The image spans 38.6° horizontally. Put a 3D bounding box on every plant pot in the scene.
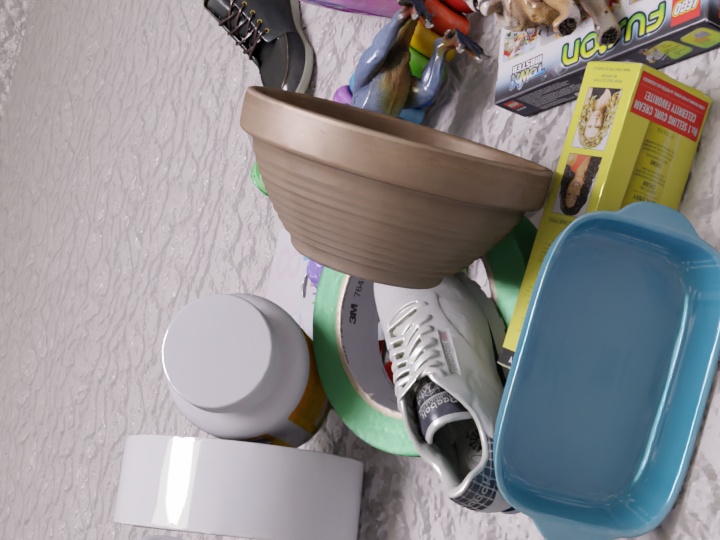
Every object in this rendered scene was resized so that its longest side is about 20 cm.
[{"bbox_3d":[0.014,-0.048,0.654,0.201,0.200,0.093,35,112,57],"label":"plant pot"}]

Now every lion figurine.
[{"bbox_3d":[0.138,-0.229,0.668,0.201,0.072,0.123,115,146,-44],"label":"lion figurine"}]

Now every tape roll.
[{"bbox_3d":[0.051,0.035,0.758,0.200,0.048,0.202,-9,77,40],"label":"tape roll"},{"bbox_3d":[-0.098,0.183,0.843,0.202,0.201,0.071,-17,64,55],"label":"tape roll"}]

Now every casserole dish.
[{"bbox_3d":[0.141,0.059,0.598,0.039,0.120,0.201,-166,91,-77],"label":"casserole dish"}]

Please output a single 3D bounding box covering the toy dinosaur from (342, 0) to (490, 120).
[{"bbox_3d":[0.022,-0.122,0.834,0.182,0.105,0.201,-51,23,29],"label":"toy dinosaur"}]

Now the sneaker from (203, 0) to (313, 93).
[{"bbox_3d":[-0.121,-0.262,1.160,0.075,0.106,0.201,-49,40,36],"label":"sneaker"}]

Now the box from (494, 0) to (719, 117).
[{"bbox_3d":[0.175,-0.187,0.720,0.200,0.035,0.111,-12,67,56],"label":"box"}]

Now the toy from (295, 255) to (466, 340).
[{"bbox_3d":[0.000,0.000,0.871,0.199,0.047,0.116,-9,71,43],"label":"toy"}]

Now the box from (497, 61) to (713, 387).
[{"bbox_3d":[0.154,-0.024,0.648,0.050,0.075,0.201,20,93,57],"label":"box"}]

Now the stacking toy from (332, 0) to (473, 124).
[{"bbox_3d":[0.047,-0.189,0.889,0.200,0.085,0.086,-56,36,23],"label":"stacking toy"}]

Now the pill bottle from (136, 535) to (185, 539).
[{"bbox_3d":[-0.215,0.379,1.034,0.109,0.109,0.201,36,108,57],"label":"pill bottle"}]

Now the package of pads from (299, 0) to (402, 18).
[{"bbox_3d":[-0.008,-0.285,0.975,0.200,0.120,0.076,31,109,58],"label":"package of pads"}]

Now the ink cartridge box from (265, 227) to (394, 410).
[{"bbox_3d":[-0.030,0.043,0.941,0.200,0.057,0.164,1,78,63],"label":"ink cartridge box"}]

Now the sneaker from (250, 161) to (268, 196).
[{"bbox_3d":[-0.064,-0.097,1.035,0.084,0.074,0.200,-57,26,23],"label":"sneaker"}]

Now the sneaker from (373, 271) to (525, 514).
[{"bbox_3d":[0.052,0.063,0.667,0.076,0.080,0.201,-47,53,27],"label":"sneaker"}]

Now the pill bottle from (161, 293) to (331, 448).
[{"bbox_3d":[-0.089,0.081,0.814,0.200,0.110,0.112,65,-150,-73],"label":"pill bottle"}]
